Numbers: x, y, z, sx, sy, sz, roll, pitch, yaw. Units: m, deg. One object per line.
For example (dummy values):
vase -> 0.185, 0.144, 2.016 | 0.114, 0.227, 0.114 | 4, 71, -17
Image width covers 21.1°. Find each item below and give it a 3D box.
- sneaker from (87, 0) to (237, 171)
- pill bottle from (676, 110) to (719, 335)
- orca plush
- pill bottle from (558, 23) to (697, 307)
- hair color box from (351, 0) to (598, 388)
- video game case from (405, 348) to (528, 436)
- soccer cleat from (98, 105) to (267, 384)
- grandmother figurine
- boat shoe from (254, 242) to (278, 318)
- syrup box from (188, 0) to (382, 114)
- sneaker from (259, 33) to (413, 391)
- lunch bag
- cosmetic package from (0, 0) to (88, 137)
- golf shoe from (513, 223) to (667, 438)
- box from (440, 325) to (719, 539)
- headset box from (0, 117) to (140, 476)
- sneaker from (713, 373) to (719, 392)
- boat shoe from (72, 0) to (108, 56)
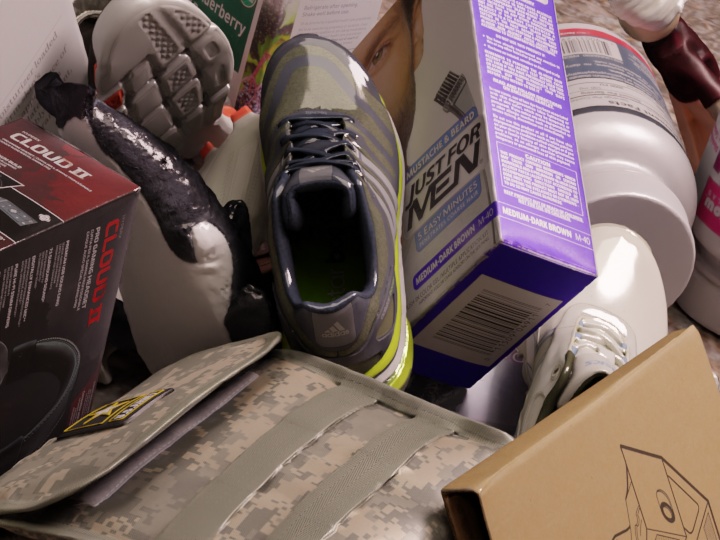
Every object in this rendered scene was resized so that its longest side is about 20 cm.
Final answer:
sneaker -> -0.110, -0.100, 0.986 | 0.077, 0.200, 0.082 | -32, 70, -8
pill bottle -> 0.261, -0.060, 1.153 | 0.113, 0.201, 0.114 | 12, 29, -7
orca plush -> -0.087, -0.015, 0.924 | 0.200, 0.105, 0.071 | 54, 42, -13
pill bottle -> 0.138, -0.055, 1.166 | 0.119, 0.120, 0.200 | 11, 31, -10
hair color box -> 0.052, -0.057, 0.968 | 0.064, 0.109, 0.201 | 19, 48, -27
video game case -> 0.035, 0.006, 1.006 | 0.142, 0.019, 0.201 | 9, 52, -4
soccer cleat -> -0.073, -0.018, 0.986 | 0.199, 0.069, 0.078 | -35, 69, -8
grandmother figurine -> 0.216, -0.125, 1.272 | 0.200, 0.060, 0.121 | 52, -2, -37
boat shoe -> 0.000, 0.000, 1.060 | 0.199, 0.072, 0.068 | -1, 41, -15
syrup box -> -0.052, -0.121, 1.098 | 0.081, 0.201, 0.079 | -12, 41, -40
sneaker -> -0.012, -0.035, 0.901 | 0.073, 0.081, 0.201 | -11, 58, 0
lunch bag -> -0.058, 0.108, 0.800 | 0.199, 0.118, 0.164 | 22, 33, 24
cosmetic package -> -0.241, -0.092, 0.902 | 0.164, 0.200, 0.165 | 24, 65, 14
golf shoe -> 0.112, 0.054, 0.911 | 0.078, 0.097, 0.201 | 18, 62, -3
box -> 0.116, 0.131, 0.823 | 0.021, 0.165, 0.200 | -11, 10, 39
headset box -> -0.182, 0.032, 0.828 | 0.077, 0.150, 0.200 | 30, 32, 22
sneaker -> 0.135, 0.084, 0.999 | 0.083, 0.081, 0.200 | -20, 36, -22
boat shoe -> -0.147, -0.132, 1.152 | 0.063, 0.071, 0.200 | 34, 8, 9
